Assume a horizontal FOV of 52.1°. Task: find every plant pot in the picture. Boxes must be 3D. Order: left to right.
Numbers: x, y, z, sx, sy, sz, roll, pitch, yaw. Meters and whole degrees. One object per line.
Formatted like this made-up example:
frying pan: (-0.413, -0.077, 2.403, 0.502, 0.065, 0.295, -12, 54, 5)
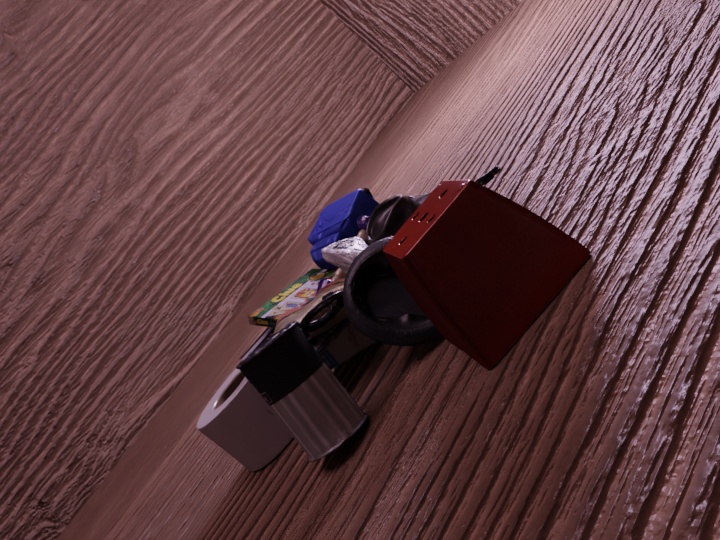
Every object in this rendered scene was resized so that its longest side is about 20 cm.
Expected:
plant pot: (0.148, -0.017, 1.001, 0.200, 0.176, 0.200, -48, 12, -2)

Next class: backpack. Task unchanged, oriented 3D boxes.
backpack: (0.003, -0.042, 1.563, 0.162, 0.200, 0.168, -16, 41, 53)

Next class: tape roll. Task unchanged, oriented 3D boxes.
tape roll: (-0.203, 0.271, 1.448, 0.203, 0.139, 0.203, -45, 12, 13)

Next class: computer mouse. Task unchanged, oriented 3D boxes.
computer mouse: (0.189, -0.124, 1.392, 0.200, 0.034, 0.059, -40, -4, 15)

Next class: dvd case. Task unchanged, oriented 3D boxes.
dvd case: (-0.121, 0.127, 1.362, 0.200, 0.016, 0.149, 3, 44, 49)

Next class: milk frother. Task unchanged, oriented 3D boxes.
milk frother: (-0.057, 0.158, 1.165, 0.200, 0.188, 0.181, -37, 3, 1)

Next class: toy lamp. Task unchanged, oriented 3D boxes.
toy lamp: (-0.028, -0.012, 1.416, 0.200, 0.058, 0.058, -62, 16, -21)

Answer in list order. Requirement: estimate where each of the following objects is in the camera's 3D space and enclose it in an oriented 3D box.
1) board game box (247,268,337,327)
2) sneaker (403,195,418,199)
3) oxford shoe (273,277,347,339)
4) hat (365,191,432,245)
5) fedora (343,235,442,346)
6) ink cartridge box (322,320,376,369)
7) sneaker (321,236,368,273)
board game box: (-0.118, 0.052, 1.444, 0.105, 0.023, 0.200, -1, 27, 40)
sneaker: (0.143, -0.124, 1.469, 0.199, 0.114, 0.076, -36, 46, 1)
oxford shoe: (-0.068, 0.081, 1.281, 0.200, 0.071, 0.074, -34, 17, 23)
hat: (0.065, -0.086, 1.343, 0.201, 0.081, 0.201, -39, 30, 27)
fedora: (0.076, 0.039, 1.185, 0.201, 0.201, 0.092, -50, -19, -5)
ink cartridge box: (-0.012, 0.095, 1.385, 0.200, 0.067, 0.116, -32, 26, 7)
sneaker: (0.000, 0.000, 1.311, 0.078, 0.099, 0.200, -25, 24, -29)
